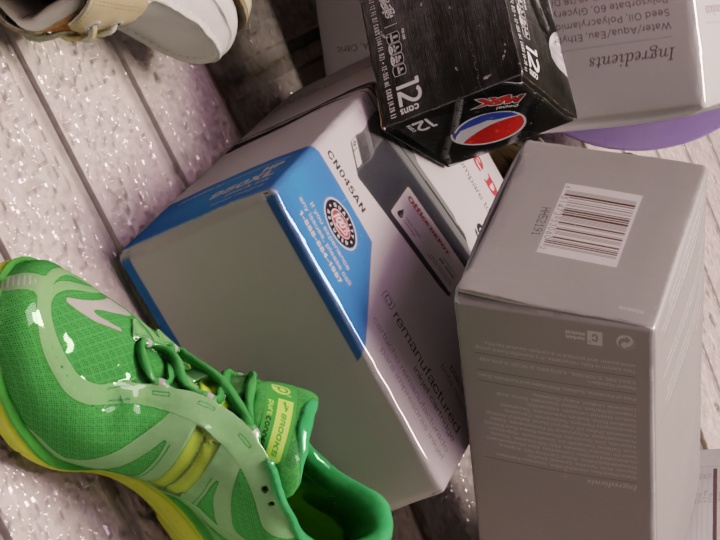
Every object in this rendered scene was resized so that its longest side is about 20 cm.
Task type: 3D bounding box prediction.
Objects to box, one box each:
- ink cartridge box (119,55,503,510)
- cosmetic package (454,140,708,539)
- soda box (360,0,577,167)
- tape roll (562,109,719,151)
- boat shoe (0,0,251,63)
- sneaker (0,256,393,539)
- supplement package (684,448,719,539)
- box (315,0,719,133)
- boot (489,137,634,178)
[{"bbox_3d":[0.000,0.000,0.792,0.145,0.084,0.200,60,29,-14],"label":"ink cartridge box"},{"bbox_3d":[0.098,0.057,0.762,0.107,0.090,0.201,-62,156,-46],"label":"cosmetic package"},{"bbox_3d":[0.036,-0.153,0.798,0.063,0.070,0.201,26,50,-59],"label":"soda box"},{"bbox_3d":[0.169,-0.174,1.068,0.201,0.199,0.085,66,16,-1],"label":"tape roll"},{"bbox_3d":[-0.119,-0.124,0.705,0.200,0.074,0.069,33,63,-49],"label":"boat shoe"},{"bbox_3d":[-0.060,0.053,0.655,0.200,0.083,0.074,42,38,-37],"label":"sneaker"},{"bbox_3d":[0.189,0.160,0.857,0.114,0.199,0.110,-76,154,-47],"label":"supplement package"},{"bbox_3d":[0.106,-0.141,0.927,0.199,0.199,0.132,-19,102,-62],"label":"box"},{"bbox_3d":[0.125,-0.030,1.044,0.155,0.072,0.201,44,36,-31],"label":"boot"}]
